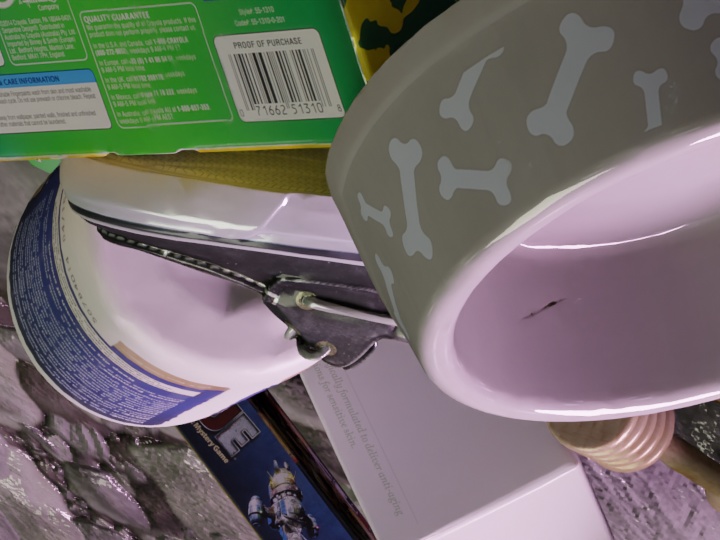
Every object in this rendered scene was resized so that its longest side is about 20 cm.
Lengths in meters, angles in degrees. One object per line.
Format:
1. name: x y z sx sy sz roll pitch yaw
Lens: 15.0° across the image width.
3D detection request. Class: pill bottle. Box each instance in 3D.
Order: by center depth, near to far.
1. pill bottle: -0.068 -0.002 0.993 0.111 0.111 0.200 36 163 -8

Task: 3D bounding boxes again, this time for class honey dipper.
1. honey dipper: 0.120 0.068 1.062 0.038 0.038 0.200 18 175 26

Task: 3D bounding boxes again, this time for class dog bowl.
1. dog bowl: 0.093 -0.023 0.737 0.199 0.059 0.200 -14 154 -7

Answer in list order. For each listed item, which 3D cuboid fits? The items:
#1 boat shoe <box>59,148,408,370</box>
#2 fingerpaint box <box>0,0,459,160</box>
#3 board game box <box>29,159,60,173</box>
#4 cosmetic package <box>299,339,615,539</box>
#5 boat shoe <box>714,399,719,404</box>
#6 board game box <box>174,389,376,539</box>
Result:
1. boat shoe: 0.000 0.000 0.868 0.199 0.072 0.071 11 112 1
2. fingerpaint box: -0.021 -0.101 0.843 0.200 0.167 0.074 1 116 45
3. board game box: -0.083 -0.065 1.094 0.200 0.029 0.135 24 153 36
4. cosmetic package: 0.050 0.091 1.107 0.108 0.085 0.200 64 -178 31
5. boat shoe: 0.147 0.020 0.992 0.199 0.065 0.073 22 180 17
6. board game box: -0.024 0.109 1.215 0.200 0.035 0.135 53 180 3
